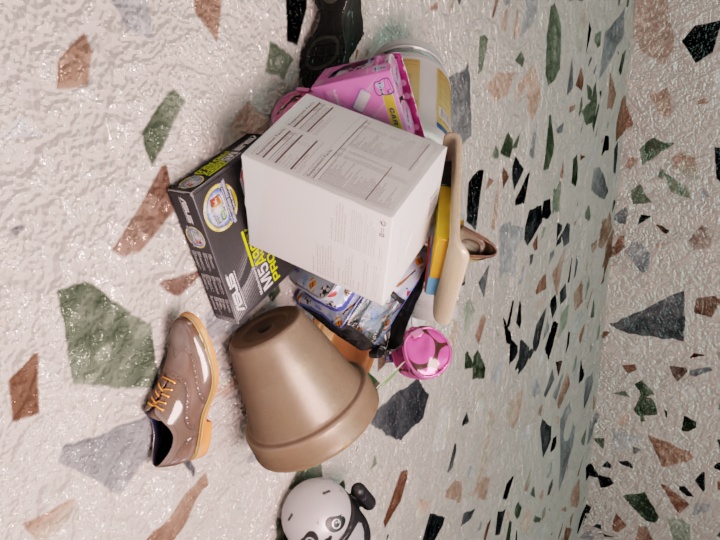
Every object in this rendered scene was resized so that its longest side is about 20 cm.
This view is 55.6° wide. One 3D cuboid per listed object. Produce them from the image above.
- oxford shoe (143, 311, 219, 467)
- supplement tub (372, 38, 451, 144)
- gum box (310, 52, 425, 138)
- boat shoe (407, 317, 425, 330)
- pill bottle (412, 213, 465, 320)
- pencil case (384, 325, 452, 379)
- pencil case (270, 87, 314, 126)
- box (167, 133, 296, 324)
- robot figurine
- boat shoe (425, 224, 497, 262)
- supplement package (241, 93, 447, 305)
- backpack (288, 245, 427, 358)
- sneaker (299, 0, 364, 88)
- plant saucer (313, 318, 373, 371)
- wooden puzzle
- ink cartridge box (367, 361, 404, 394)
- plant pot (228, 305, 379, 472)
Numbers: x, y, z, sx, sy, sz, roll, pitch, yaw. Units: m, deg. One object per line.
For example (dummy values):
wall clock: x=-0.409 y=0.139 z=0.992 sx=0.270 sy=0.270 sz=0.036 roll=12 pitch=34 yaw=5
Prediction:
oxford shoe: x=-0.225 y=0.152 z=0.845 sx=0.073 sy=0.071 sz=0.202 roll=-13 pitch=111 yaw=-50
supplement tub: x=0.071 y=-0.247 z=1.075 sx=0.145 sy=0.144 sz=0.201 roll=51 pitch=37 yaw=-51
gum box: x=0.020 y=-0.193 z=0.937 sx=0.066 sy=0.113 sz=0.201 roll=-67 pitch=144 yaw=-49
boat shoe: x=0.151 y=0.041 z=1.404 sx=0.201 sy=0.065 sz=0.074 roll=-64 pitch=146 yaw=-21
pill bottle: x=0.142 y=-0.012 z=1.310 sx=0.116 sy=0.116 sz=0.202 roll=-14 pitch=105 yaw=-55
pencil case: x=0.097 y=0.137 z=1.155 sx=0.200 sy=0.090 sz=0.094 roll=120 pitch=-49 yaw=-80
pencil case: x=-0.056 y=-0.169 z=0.999 sx=0.200 sy=0.082 sz=0.087 roll=56 pitch=15 yaw=-48
box: x=-0.156 y=-0.057 z=0.909 sx=0.160 sy=0.044 sz=0.201 roll=-48 pitch=137 yaw=-42
robot figurine: x=-0.054 y=0.434 z=1.149 sx=0.201 sy=0.124 sz=0.151 roll=65 pitch=34 yaw=-44
boat shoe: x=0.155 y=-0.060 z=1.205 sx=0.199 sy=0.072 sz=0.073 roll=21 pitch=87 yaw=-25
supplement package: x=-0.021 y=-0.091 z=0.850 sx=0.151 sy=0.199 sz=0.152 roll=-53 pitch=159 yaw=-37
backpack: x=0.000 y=0.000 z=1.020 sx=0.191 sy=0.200 sz=0.154 roll=-50 pitch=128 yaw=-10
sneaker: x=-0.030 y=-0.339 z=0.998 sx=0.091 sy=0.075 sz=0.202 roll=7 pitch=96 yaw=-65
plant saucer: x=-0.025 y=0.134 z=1.184 sx=0.200 sy=0.037 sz=0.202 roll=-24 pitch=120 yaw=-52
wooden puzzle: x=0.110 y=-0.055 z=0.924 sx=0.186 sy=0.037 sz=0.201 roll=95 pitch=-3 yaw=-56
ink cartridge box: x=-0.017 y=0.219 z=1.107 sx=0.145 sy=0.048 sz=0.201 roll=-37 pitch=161 yaw=-36
plant pot: x=-0.094 y=0.150 z=0.962 sx=0.200 sy=0.199 sz=0.176 roll=-44 pitch=118 yaw=-42
